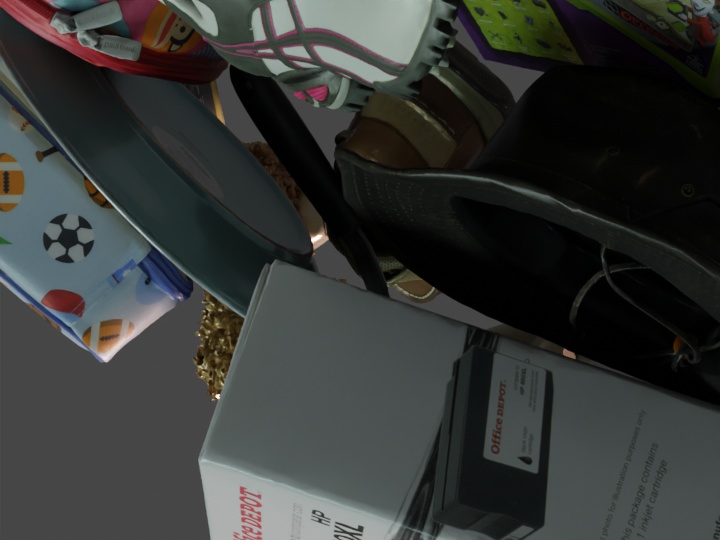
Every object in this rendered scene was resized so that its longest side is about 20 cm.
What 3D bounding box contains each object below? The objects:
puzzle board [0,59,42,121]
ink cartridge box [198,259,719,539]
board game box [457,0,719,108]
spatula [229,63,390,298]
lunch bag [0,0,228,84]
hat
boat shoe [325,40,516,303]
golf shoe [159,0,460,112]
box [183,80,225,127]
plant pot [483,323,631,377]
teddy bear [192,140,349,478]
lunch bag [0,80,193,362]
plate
[{"bbox_3d":[-0.141,-0.092,1.142,0.200,0.017,0.151,45,-175,16],"label":"puzzle board"},{"bbox_3d":[0.045,0.083,0.964,0.199,0.085,0.145,19,162,5],"label":"ink cartridge box"},{"bbox_3d":[0.084,-0.109,0.864,0.199,0.032,0.120,19,154,51],"label":"board game box"},{"bbox_3d":[0.000,0.000,1.053,0.056,0.021,0.201,-26,94,49],"label":"spatula"},{"bbox_3d":[-0.136,-0.157,1.028,0.200,0.082,0.176,37,-167,16],"label":"lunch bag"},{"bbox_3d":[0.092,-0.022,0.888,0.199,0.081,0.201,26,170,5],"label":"hat"},{"bbox_3d":[0.015,-0.032,1.110,0.075,0.074,0.200,37,161,15],"label":"boat shoe"},{"bbox_3d":[-0.015,-0.101,0.881,0.088,0.078,0.200,19,166,-16],"label":"golf shoe"},{"bbox_3d":[-0.145,-0.131,1.272,0.159,0.049,0.200,34,160,19],"label":"box"},{"bbox_3d":[0.076,0.098,1.157,0.187,0.187,0.200,42,147,3],"label":"plant pot"},{"bbox_3d":[-0.038,0.035,1.273,0.066,0.202,0.145,-5,162,30],"label":"teddy bear"},{"bbox_3d":[-0.167,-0.056,1.248,0.200,0.075,0.160,49,-174,-18],"label":"lunch bag"},{"bbox_3d":[-0.075,-0.047,1.076,0.200,0.026,0.200,45,-170,-10],"label":"plate"}]
